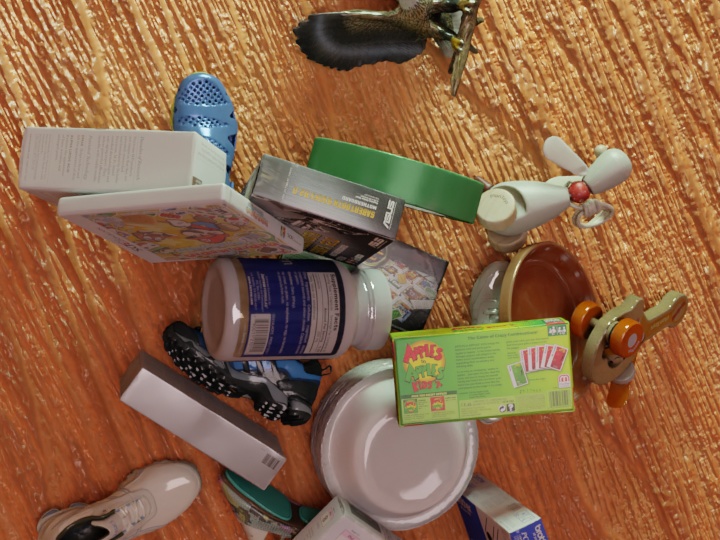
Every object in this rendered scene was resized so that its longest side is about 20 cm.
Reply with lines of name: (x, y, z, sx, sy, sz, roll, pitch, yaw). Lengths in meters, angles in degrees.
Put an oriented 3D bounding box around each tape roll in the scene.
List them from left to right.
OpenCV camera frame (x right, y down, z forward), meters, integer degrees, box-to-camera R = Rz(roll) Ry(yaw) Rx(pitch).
tape roll: (0.038, -0.101, 1.373, 0.199, 0.200, 0.048, 14, 93, -16)

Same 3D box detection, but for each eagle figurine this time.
eagle figurine: (0.041, -0.305, 1.408, 0.199, 0.151, 0.152, 16, 47, 13)

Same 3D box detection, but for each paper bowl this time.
paper bowl: (0.046, 0.212, 1.459, 0.199, 0.104, 0.202, -2, 96, -16)

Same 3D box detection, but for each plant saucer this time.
plant saucer: (0.228, 0.066, 1.482, 0.200, 0.032, 0.202, 11, 75, -46)

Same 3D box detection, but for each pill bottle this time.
pill bottle: (-0.071, 0.044, 1.376, 0.199, 0.116, 0.116, 1, 96, -23)

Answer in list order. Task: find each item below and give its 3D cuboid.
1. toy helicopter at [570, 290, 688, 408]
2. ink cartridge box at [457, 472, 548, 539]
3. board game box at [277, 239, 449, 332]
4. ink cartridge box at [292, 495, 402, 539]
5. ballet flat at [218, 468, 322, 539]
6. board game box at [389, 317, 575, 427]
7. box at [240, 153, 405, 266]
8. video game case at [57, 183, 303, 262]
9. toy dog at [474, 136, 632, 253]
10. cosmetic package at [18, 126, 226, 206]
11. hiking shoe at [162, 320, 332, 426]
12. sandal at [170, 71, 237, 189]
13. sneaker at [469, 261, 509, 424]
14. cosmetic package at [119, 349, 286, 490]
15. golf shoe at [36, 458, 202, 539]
toy helicopter: (0.347, 0.086, 1.527, 0.199, 0.079, 0.133, -25, 125, -36)
ink cartridge box: (0.173, 0.316, 1.452, 0.044, 0.200, 0.094, -22, 101, -11)
board game box: (0.000, 0.000, 1.465, 0.199, 0.023, 0.105, 23, 91, -16)
ink cartridge box: (-0.032, 0.382, 1.443, 0.162, 0.057, 0.200, 39, 99, -25)
ballet flat: (-0.090, 0.305, 1.458, 0.199, 0.069, 0.071, 25, 109, -16)
board game box: (0.137, 0.114, 1.375, 0.199, 0.048, 0.102, -5, 94, -2)
box: (-0.052, -0.061, 1.331, 0.158, 0.200, 0.049, 16, 79, -10)
video game case: (-0.187, -0.046, 1.292, 0.199, 0.182, 0.023, -4, 73, 23)
toy dog: (0.218, -0.104, 1.478, 0.199, 0.132, 0.097, -17, 61, -17)
cosmetic package: (-0.253, -0.107, 1.301, 0.199, 0.102, 0.075, 2, 82, 13)
hiking shoe: (-0.137, 0.105, 1.427, 0.199, 0.074, 0.087, 31, 61, -13)
sandal: (-0.172, -0.124, 1.375, 0.079, 0.087, 0.201, -5, 95, -12)
sneaker: (0.171, 0.090, 1.479, 0.074, 0.100, 0.201, 6, 94, -6)
cosmetic package: (-0.183, 0.173, 1.404, 0.200, 0.083, 0.051, 35, 94, -15)
golf shoe: (-0.269, 0.284, 1.387, 0.199, 0.097, 0.079, -25, 100, -13)
